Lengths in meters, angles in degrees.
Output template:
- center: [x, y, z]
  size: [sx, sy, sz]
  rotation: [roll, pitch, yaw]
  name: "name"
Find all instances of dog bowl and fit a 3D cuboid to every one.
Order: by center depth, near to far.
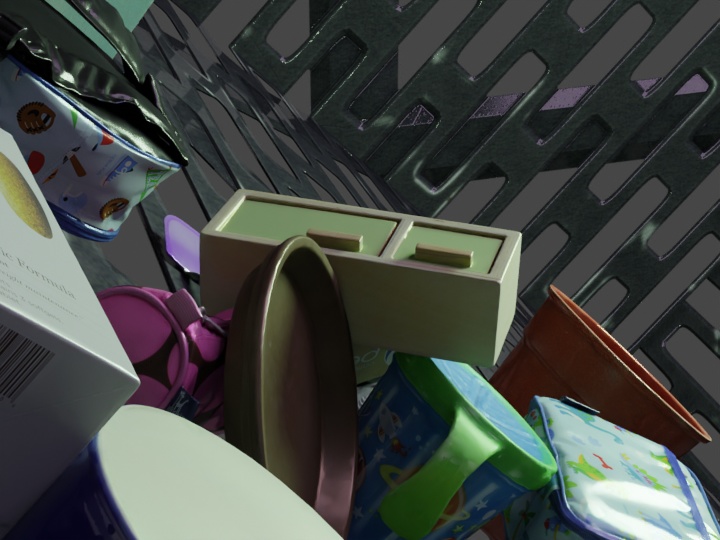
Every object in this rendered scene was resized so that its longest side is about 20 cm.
- center: [-0.056, 0.151, 0.583]
  size: [0.200, 0.079, 0.200]
  rotation: [43, 8, -7]
  name: "dog bowl"

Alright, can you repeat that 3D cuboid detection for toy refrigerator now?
- center: [0.000, 0.000, 0.944]
  size: [0.199, 0.070, 0.076]
  rotation: [10, 29, 14]
  name: "toy refrigerator"

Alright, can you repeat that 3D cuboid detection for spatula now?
- center: [-0.125, 0.014, 1.166]
  size: [0.056, 0.021, 0.200]
  rotation: [40, 9, -34]
  name: "spatula"

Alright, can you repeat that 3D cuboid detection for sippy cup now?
- center: [0.041, 0.132, 0.970]
  size: [0.140, 0.130, 0.178]
  rotation: [49, 10, 34]
  name: "sippy cup"

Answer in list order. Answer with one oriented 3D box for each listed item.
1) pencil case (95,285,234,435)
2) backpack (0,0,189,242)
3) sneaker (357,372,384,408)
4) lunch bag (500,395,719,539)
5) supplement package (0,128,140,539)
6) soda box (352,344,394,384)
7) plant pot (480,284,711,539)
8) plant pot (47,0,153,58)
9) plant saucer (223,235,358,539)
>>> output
- center: [-0.096, 0.054, 0.838]
  size: [0.091, 0.094, 0.200]
  rotation: [44, 7, 13]
  name: "pencil case"
- center: [-0.208, -0.101, 0.893]
  size: [0.190, 0.154, 0.200]
  rotation: [29, 22, -36]
  name: "backpack"
- center: [-0.019, 0.080, 1.121]
  size: [0.075, 0.115, 0.201]
  rotation: [18, 49, -5]
  name: "sneaker"
- center: [0.184, 0.180, 1.032]
  size: [0.160, 0.083, 0.200]
  rotation: [27, 19, -9]
  name: "lunch bag"
- center: [-0.190, 0.003, 0.575]
  size: [0.114, 0.110, 0.200]
  rotation: [36, 10, -43]
  name: "supplement package"
- center: [-0.005, 0.038, 1.035]
  size: [0.199, 0.068, 0.064]
  rotation: [-16, 57, -30]
  name: "soda box"
- center: [0.181, 0.153, 1.319]
  size: [0.201, 0.195, 0.201]
  rotation: [42, 8, -7]
  name: "plant pot"
- center: [-0.324, -0.328, 1.395]
  size: [0.196, 0.196, 0.200]
  rotation: [46, 17, 23]
  name: "plant pot"
- center: [-0.038, 0.080, 0.835]
  size: [0.200, 0.029, 0.202]
  rotation: [-3, 90, -75]
  name: "plant saucer"
